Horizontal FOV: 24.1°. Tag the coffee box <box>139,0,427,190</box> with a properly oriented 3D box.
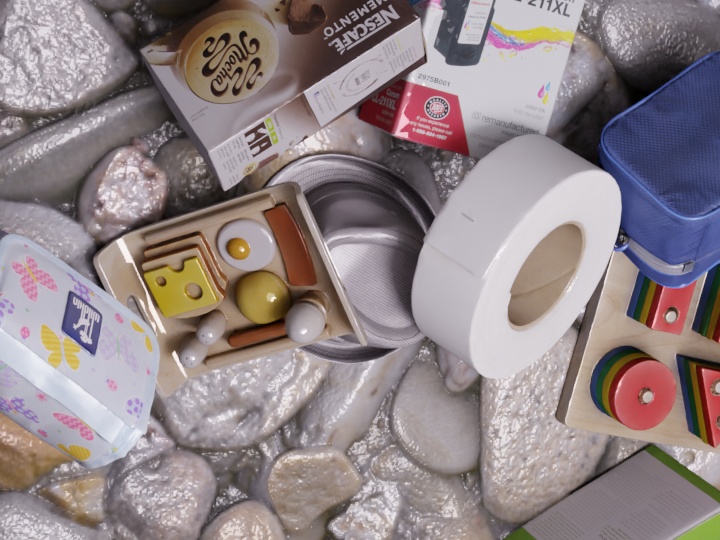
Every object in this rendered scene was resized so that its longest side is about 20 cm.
[{"bbox_3d":[-0.059,-0.172,1.349,0.199,0.080,0.113,-32,69,-6],"label":"coffee box"}]

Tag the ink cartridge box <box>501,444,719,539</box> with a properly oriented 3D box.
[{"bbox_3d":[0.242,0.266,1.589,0.199,0.148,0.076,-29,114,-12],"label":"ink cartridge box"}]

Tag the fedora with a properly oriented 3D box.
[{"bbox_3d":[0.000,0.000,1.449,0.200,0.090,0.177,37,88,-26],"label":"fedora"}]

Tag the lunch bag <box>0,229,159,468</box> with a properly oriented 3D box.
[{"bbox_3d":[-0.250,0.054,1.300,0.169,0.200,0.127,40,87,-25],"label":"lunch bag"}]

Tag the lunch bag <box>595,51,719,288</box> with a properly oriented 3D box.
[{"bbox_3d":[0.298,-0.080,1.509,0.199,0.136,0.133,-33,151,-16],"label":"lunch bag"}]

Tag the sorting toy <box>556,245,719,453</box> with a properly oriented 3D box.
[{"bbox_3d":[0.311,0.075,1.610,0.198,0.070,0.200,11,99,-25],"label":"sorting toy"}]

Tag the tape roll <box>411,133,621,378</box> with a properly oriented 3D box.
[{"bbox_3d":[0.133,-0.011,1.426,0.202,0.071,0.203,-35,144,-30],"label":"tape roll"}]

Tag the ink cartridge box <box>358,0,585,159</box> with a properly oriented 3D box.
[{"bbox_3d":[0.100,-0.202,1.442,0.145,0.083,0.202,12,100,-24],"label":"ink cartridge box"}]

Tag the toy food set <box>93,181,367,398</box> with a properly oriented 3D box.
[{"bbox_3d":[-0.107,0.022,1.384,0.199,0.061,0.144,-16,113,21],"label":"toy food set"}]
